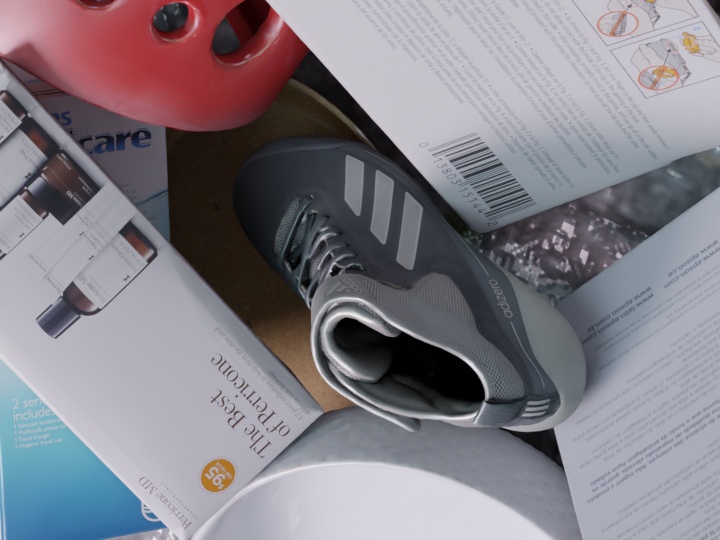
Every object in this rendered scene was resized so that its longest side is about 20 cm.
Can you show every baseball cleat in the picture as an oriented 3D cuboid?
[{"bbox_3d":[0.000,0.000,1.124,0.200,0.106,0.070,32,112,36],"label":"baseball cleat"}]

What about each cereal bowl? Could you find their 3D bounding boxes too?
[{"bbox_3d":[0.027,0.133,1.210,0.200,0.083,0.200,9,128,11],"label":"cereal bowl"}]

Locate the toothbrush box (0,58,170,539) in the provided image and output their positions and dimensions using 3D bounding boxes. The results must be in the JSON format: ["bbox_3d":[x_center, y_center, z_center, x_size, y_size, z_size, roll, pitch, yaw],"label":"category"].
[{"bbox_3d":[-0.144,0.003,1.216,0.146,0.085,0.200,-147,53,-59],"label":"toothbrush box"}]

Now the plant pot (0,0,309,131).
[{"bbox_3d":[-0.075,-0.184,1.127,0.200,0.200,0.183,42,114,14],"label":"plant pot"}]

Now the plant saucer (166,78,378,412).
[{"bbox_3d":[-0.045,0.000,1.260,0.200,0.035,0.200,11,111,30],"label":"plant saucer"}]

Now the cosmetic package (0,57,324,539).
[{"bbox_3d":[-0.109,0.012,1.119,0.083,0.051,0.200,-43,115,0],"label":"cosmetic package"}]

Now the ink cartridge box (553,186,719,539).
[{"bbox_3d":[0.164,0.050,1.056,0.200,0.041,0.200,-37,43,27],"label":"ink cartridge box"}]

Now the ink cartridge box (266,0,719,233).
[{"bbox_3d":[0.076,-0.104,1.067,0.176,0.200,0.045,-19,52,22],"label":"ink cartridge box"}]
